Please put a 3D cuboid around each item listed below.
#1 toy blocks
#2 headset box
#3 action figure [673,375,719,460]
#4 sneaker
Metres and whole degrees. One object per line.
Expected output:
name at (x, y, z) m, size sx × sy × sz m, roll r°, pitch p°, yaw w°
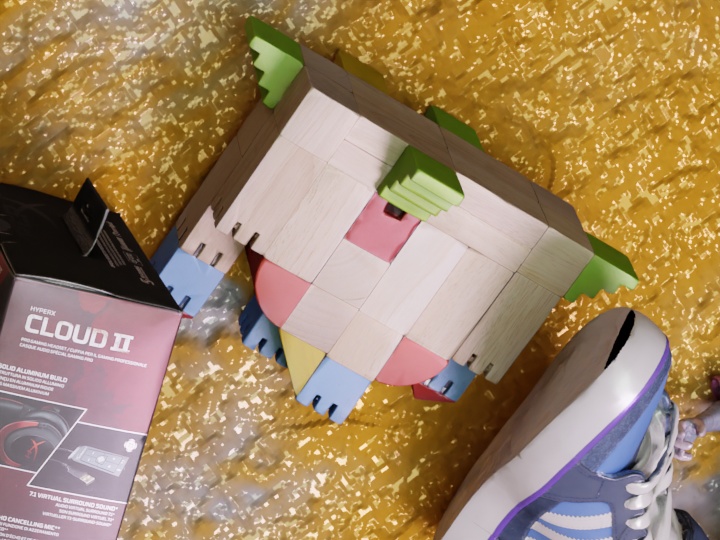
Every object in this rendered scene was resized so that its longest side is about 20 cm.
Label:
toy blocks at (0.000, 0.000, 1.212) m, size 0.199 × 0.100 × 0.137 m, roll 29°, pitch 109°, yaw -20°
headset box at (-0.141, 0.061, 1.154) m, size 0.075 × 0.149 × 0.201 m, roll 13°, pitch 102°, yaw -19°
action figure at (0.232, 0.083, 1.282) m, size 0.149 × 0.133 × 0.201 m, roll 11°, pitch 77°, yaw -50°
sneaker at (0.129, 0.110, 1.223) m, size 0.146 × 0.081 × 0.200 m, roll 32°, pitch 140°, yaw -3°
